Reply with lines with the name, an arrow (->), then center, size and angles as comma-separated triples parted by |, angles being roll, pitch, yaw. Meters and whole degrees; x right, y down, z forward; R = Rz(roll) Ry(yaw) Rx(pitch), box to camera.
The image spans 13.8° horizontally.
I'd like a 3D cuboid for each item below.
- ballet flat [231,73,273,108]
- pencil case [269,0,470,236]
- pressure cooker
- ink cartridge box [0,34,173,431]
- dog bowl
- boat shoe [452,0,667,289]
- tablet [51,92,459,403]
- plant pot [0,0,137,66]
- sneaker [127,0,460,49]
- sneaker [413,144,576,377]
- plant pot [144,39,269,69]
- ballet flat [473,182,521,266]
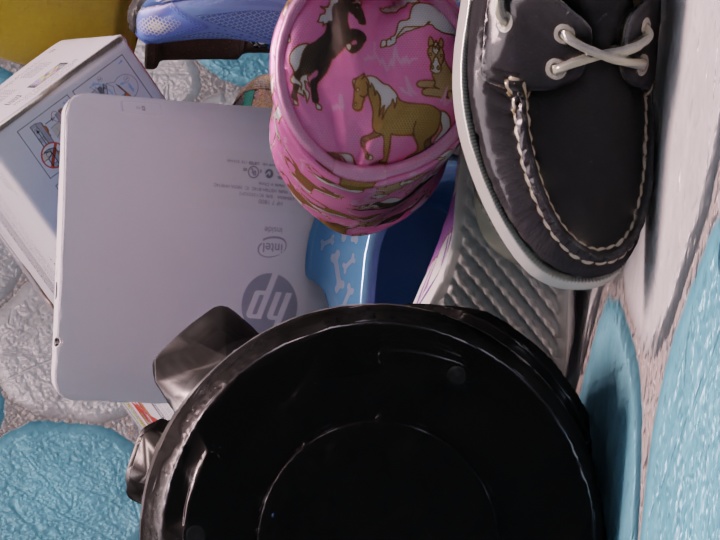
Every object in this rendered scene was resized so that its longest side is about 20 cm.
ballet flat -> 0.000, 0.000, 1.368 | 0.068, 0.200, 0.067 | -28, 24, 33
pencil case -> 0.003, -0.065, 1.157 | 0.083, 0.086, 0.200 | 51, 175, 3
pressure cooker -> -0.003, 0.100, 1.142 | 0.200, 0.177, 0.177 | 135, 138, -84
ink cartridge box -> -0.106, -0.007, 1.405 | 0.201, 0.084, 0.175 | 55, 168, -13
dog bowl -> 0.031, 0.045, 1.299 | 0.050, 0.111, 0.202 | 178, 99, -67
boat shoe -> 0.077, -0.096, 1.046 | 0.060, 0.073, 0.202 | 155, 116, -64
tablet -> -0.042, -0.006, 1.301 | 0.014, 0.199, 0.131 | 0, 88, 60
plant pot -> -0.186, -0.219, 1.511 | 0.200, 0.199, 0.178 | -96, 24, -75
sneaker -> -0.002, -0.098, 1.284 | 0.079, 0.198, 0.090 | -107, 20, -78
sneaker -> 0.060, -0.007, 1.248 | 0.114, 0.072, 0.202 | -81, 8, -65
plant pot -> -0.006, -0.194, 1.534 | 0.200, 0.197, 0.202 | -174, 90, -87
ballet flat -> 0.083, -0.101, 1.126 | 0.064, 0.067, 0.202 | -11, 72, 58
